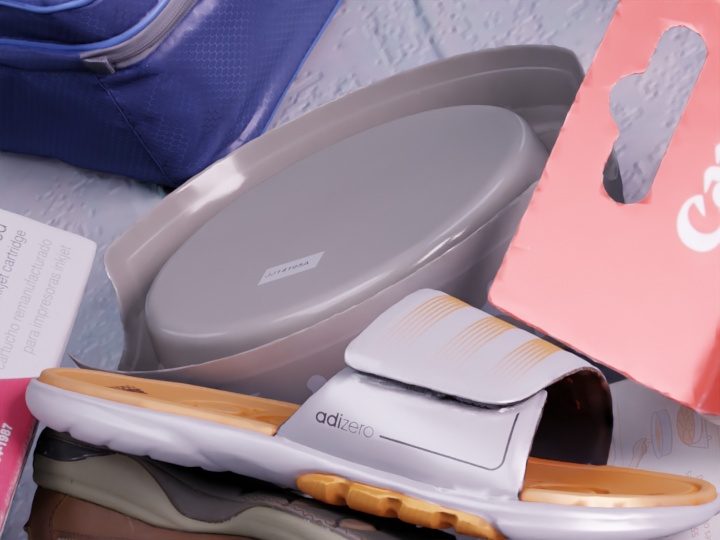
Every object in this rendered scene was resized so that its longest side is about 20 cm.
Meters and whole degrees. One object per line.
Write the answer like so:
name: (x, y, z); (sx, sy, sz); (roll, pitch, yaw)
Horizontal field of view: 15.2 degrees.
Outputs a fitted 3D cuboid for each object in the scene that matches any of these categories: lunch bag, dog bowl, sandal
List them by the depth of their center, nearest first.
sandal: (0.001, 0.033, 0.756); (0.205, 0.079, 0.060); (10, 95, 17)
dog bowl: (0.000, 0.000, 0.897); (0.199, 0.059, 0.200); (-25, 20, 10)
lunch bag: (-0.109, -0.128, 1.067); (0.199, 0.132, 0.136); (10, 62, 39)

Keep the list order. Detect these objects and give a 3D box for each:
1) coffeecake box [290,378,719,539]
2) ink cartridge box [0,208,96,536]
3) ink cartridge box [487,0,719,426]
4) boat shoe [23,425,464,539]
coffeecake box: (0.048, 0.126, 0.800); (0.199, 0.073, 0.154); (-19, 47, 20)
ink cartridge box: (-0.198, 0.031, 0.822); (0.199, 0.084, 0.146); (19, 40, -5)
ink cartridge box: (0.159, -0.015, 0.772); (0.163, 0.199, 0.057); (-64, 9, -24)
boat shoe: (-0.025, 0.100, 0.775); (0.199, 0.075, 0.074); (14, 88, 46)
